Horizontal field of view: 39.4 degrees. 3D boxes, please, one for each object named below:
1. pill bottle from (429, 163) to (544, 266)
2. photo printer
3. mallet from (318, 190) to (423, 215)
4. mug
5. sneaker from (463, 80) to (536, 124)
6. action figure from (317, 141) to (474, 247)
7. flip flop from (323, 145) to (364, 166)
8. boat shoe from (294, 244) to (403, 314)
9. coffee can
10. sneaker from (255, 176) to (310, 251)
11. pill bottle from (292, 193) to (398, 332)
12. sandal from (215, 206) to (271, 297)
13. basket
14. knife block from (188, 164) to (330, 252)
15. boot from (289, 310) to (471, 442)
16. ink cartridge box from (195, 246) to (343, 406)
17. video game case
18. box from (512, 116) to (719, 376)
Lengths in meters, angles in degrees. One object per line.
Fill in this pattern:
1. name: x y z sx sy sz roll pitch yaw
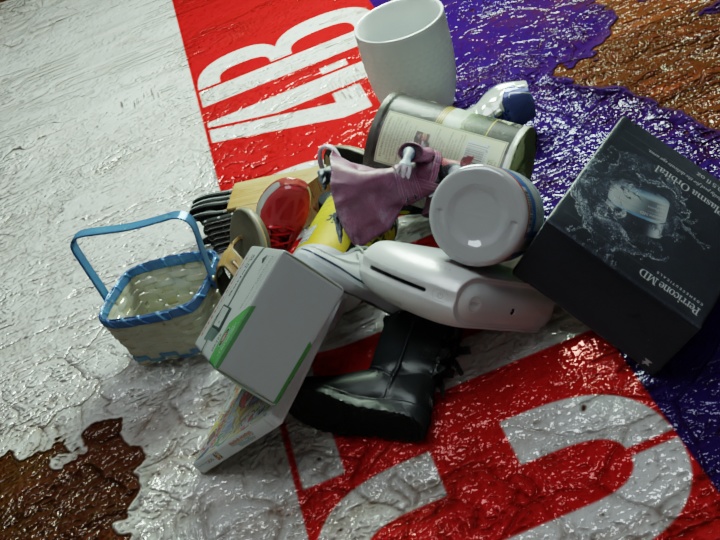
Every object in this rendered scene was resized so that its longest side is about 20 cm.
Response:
1. pill bottle: 0.154 -0.064 1.169 0.111 0.114 0.200 -7 0 17
2. photo printer: 0.108 0.018 1.177 0.199 0.070 0.166 7 11 -46
3. mallet: 0.035 -0.094 1.442 0.198 0.066 0.041 -9 39 14
4. mug: 0.071 -0.337 1.633 0.147 0.176 0.200 -29 37 -12
5. sneaker: 0.172 -0.199 1.508 0.197 0.081 0.116 -18 40 15
6. action figure: 0.055 -0.105 1.278 0.198 0.135 0.149 -18 33 1
7. flip flop: 0.037 -0.154 1.513 0.198 0.082 0.058 3 26 23
8. boat shoe: 0.000 0.000 1.234 0.073 0.199 0.067 19 83 46
9. coffee can: 0.122 -0.147 1.363 0.198 0.147 0.147 19 50 20
10. sneaker: -0.109 -0.020 1.349 0.077 0.201 0.116 5 44 -20
11. pill bottle: -0.031 -0.014 1.337 0.110 0.112 0.201 3 44 28
12. sandal: -0.162 0.016 1.305 0.080 0.054 0.203 1 83 47
13. basket: -0.272 0.019 1.333 0.174 0.201 0.140 -7 39 16
14. knife block: -0.159 -0.103 1.546 0.200 0.064 0.175 -39 41 -22
15. boot: 0.021 0.114 1.187 0.196 0.074 0.163 5 45 22
16. ink cartridge box: -0.110 0.056 1.136 0.147 0.084 0.200 -60 15 -6
17. video game case: -0.110 0.130 1.190 0.182 0.023 0.201 -37 20 44
18. box: 0.311 -0.030 1.122 0.196 0.118 0.200 36 59 9
